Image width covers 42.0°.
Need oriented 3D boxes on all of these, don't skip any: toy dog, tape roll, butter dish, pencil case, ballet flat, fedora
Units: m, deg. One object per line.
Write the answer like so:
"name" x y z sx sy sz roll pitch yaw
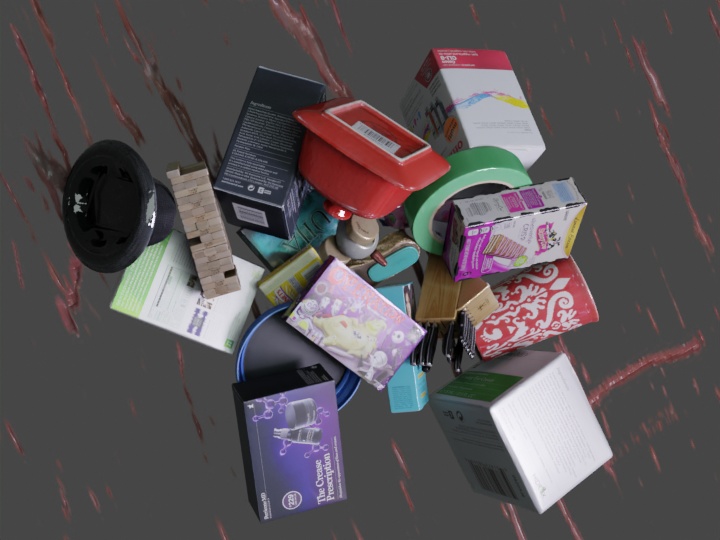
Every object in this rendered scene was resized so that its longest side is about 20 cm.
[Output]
"toy dog" 0.018 -0.081 1.443 0.096 0.132 0.200 34 69 -18
"tape roll" 0.168 -0.104 1.453 0.200 0.200 0.048 -2 52 -25
"butter dish" -0.004 -0.137 1.314 0.200 0.199 0.148 35 116 10
"pencil case" 0.135 -0.103 1.554 0.200 0.087 0.088 0 87 -27
"ballet flat" 0.000 0.000 1.494 0.200 0.065 0.071 -26 129 0
"fedora" -0.325 -0.085 1.304 0.092 0.200 0.201 7 84 -51

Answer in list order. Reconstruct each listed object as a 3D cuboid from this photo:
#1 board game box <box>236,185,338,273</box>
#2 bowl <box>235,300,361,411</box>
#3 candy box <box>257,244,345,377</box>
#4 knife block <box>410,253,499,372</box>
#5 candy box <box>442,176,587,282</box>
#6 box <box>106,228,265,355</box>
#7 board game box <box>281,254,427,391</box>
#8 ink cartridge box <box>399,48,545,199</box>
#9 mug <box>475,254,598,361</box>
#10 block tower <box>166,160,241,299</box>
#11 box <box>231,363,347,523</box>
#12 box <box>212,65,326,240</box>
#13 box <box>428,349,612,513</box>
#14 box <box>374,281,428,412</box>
"board game box" -0.081 -0.076 1.485 0.200 0.028 0.135 -46 105 -20
"bowl" -0.094 0.139 1.429 0.200 0.039 0.201 -5 108 -17
"candy box" -0.061 0.065 1.453 0.102 0.026 0.200 -36 114 0
"knife block" 0.123 0.068 1.506 0.176 0.200 0.064 -38 136 -4
"candy box" 0.235 -0.062 1.448 0.200 0.136 0.061 -13 54 -12
"box" -0.257 0.025 1.394 0.200 0.036 0.144 25 77 -23
"board game box" -0.007 0.081 1.406 0.200 0.032 0.120 38 83 -25
"ink cartridge box" 0.176 -0.233 1.511 0.145 0.145 0.200 -4 61 -26
"mug" 0.281 0.076 1.571 0.200 0.133 0.178 -25 139 4
"block tower" -0.220 -0.058 1.331 0.058 0.054 0.200 -17 111 -4
"box" -0.104 0.256 1.394 0.141 0.079 0.200 -11 109 -16
"box" -0.127 -0.169 1.380 0.107 0.148 0.200 15 75 5
"box" 0.258 0.254 1.530 0.171 0.199 0.200 -30 100 -23
"box" 0.067 0.121 1.506 0.049 0.082 0.200 -7 92 15
